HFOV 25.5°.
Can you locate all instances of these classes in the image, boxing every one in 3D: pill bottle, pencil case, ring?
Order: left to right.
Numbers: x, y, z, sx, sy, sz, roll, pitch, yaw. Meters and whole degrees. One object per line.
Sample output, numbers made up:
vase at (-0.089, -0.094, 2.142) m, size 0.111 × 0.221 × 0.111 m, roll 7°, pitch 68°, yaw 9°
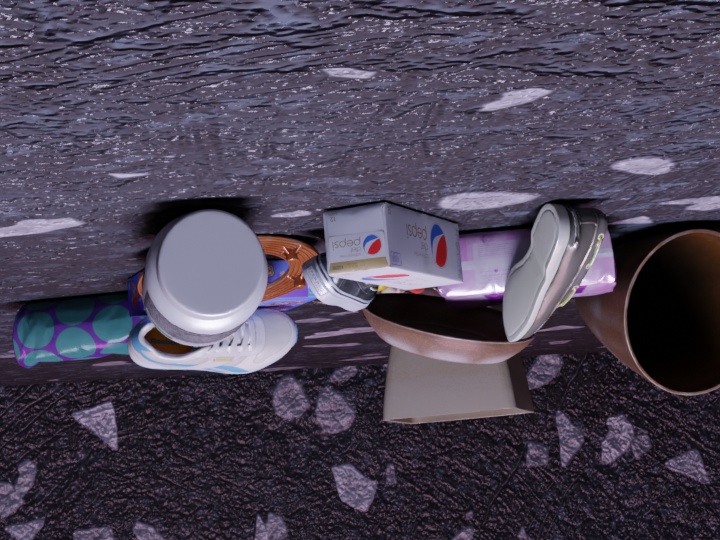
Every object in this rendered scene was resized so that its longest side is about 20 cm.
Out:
pencil case at (-0.337, 0.076, 2.018) m, size 0.198 × 0.086 × 0.093 m, roll -5°, pitch 146°, yaw 6°
pill bottle at (-0.145, 0.007, 1.476) m, size 0.112 × 0.114 × 0.200 m, roll -3°, pitch 173°, yaw -10°
ring at (-0.139, 0.010, 1.698) m, size 0.199 × 0.019 × 0.201 m, roll -9°, pitch 161°, yaw -3°

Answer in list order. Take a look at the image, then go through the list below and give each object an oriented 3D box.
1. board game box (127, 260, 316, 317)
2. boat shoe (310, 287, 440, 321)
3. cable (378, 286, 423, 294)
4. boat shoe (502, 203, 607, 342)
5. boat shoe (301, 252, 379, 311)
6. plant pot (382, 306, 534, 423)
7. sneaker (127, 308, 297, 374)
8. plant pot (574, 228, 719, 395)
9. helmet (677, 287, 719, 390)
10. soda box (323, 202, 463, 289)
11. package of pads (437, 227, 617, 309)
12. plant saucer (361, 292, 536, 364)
board game box at (-0.160, 0.021, 1.854) m, size 0.198 × 0.045 × 0.134 m, roll -2°, pitch 172°, yaw -21°
boat shoe at (0.031, 0.033, 1.986) m, size 0.198 × 0.071 × 0.070 m, roll -2°, pitch 174°, yaw -11°
cable at (0.059, 0.002, 1.811) m, size 0.096 × 0.051 × 0.200 m, roll 0°, pitch 174°, yaw -9°
boat shoe at (0.195, 0.006, 1.626) m, size 0.060 × 0.073 × 0.202 m, roll -2°, pitch 144°, yaw -17°
boat shoe at (0.000, 0.000, 1.681) m, size 0.071 × 0.073 × 0.200 m, roll -28°, pitch 178°, yaw 13°
plant pot at (0.143, 0.132, 2.397) m, size 0.198 × 0.179 × 0.200 m, roll -7°, pitch 172°, yaw 14°
sneaker at (-0.168, 0.081, 1.844) m, size 0.198 × 0.077 × 0.081 m, roll -5°, pitch 171°, yaw -14°
plant pot at (0.341, 0.037, 1.874) m, size 0.185 × 0.189 × 0.200 m, roll -2°, pitch -173°, yaw -21°
helmet at (0.480, 0.057, 1.965) m, size 0.198 × 0.202 × 0.191 m, roll -6°, pitch 153°, yaw 10°
soda box at (0.035, -0.021, 1.570) m, size 0.068 × 0.064 × 0.200 m, roll -8°, pitch 172°, yaw 23°
package of pads at (0.180, -0.005, 1.745) m, size 0.198 × 0.076 × 0.120 m, roll -5°, pitch 174°, yaw 7°
plant saucer at (0.095, 0.067, 1.765) m, size 0.199 × 0.037 × 0.200 m, roll 10°, pitch -168°, yaw -2°
